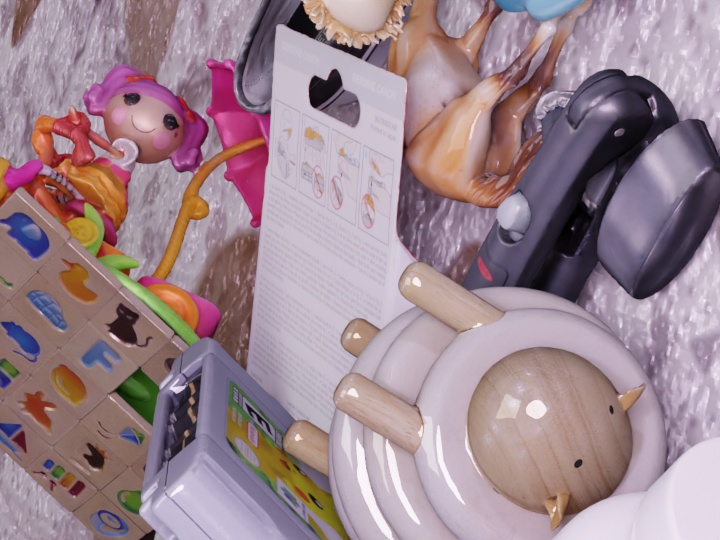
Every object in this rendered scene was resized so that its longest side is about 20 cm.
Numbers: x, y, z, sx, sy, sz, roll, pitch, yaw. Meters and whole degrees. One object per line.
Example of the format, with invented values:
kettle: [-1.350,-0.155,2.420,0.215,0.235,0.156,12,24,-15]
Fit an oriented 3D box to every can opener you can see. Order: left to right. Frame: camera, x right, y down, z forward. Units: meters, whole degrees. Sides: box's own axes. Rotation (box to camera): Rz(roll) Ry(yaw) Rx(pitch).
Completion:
can opener: [0.072,-0.001,0.933,0.200,0.063,0.079,-55,36,40]

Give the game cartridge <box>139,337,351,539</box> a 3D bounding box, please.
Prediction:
game cartridge: [-0.027,0.102,0.905,0.040,0.133,0.200,-39,12,6]

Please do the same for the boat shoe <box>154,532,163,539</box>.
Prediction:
boat shoe: [-0.035,0.134,1.108,0.200,0.060,0.076,14,82,66]

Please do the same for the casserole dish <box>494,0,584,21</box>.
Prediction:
casserole dish: [0.086,-0.199,0.954,0.121,0.039,0.201,-22,52,54]

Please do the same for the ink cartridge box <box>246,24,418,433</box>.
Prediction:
ink cartridge box: [0.000,0.000,1.065,0.162,0.057,0.201,-148,64,-63]

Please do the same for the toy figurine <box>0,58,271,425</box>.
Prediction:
toy figurine: [-0.115,-0.038,1.193,0.184,0.200,0.150,-59,-2,-32]

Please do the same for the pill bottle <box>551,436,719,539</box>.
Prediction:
pill bottle: [0.090,0.147,0.794,0.200,0.112,0.112,-56,36,40]

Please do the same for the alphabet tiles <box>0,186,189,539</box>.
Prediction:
alphabet tiles: [-0.153,0.043,1.135,0.167,0.200,0.008,-39,9,48]

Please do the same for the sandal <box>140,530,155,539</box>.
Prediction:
sandal: [-0.122,0.162,1.273,0.080,0.057,0.201,-62,32,33]

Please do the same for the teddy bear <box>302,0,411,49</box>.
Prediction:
teddy bear: [-0.002,-0.187,0.993,0.067,0.145,0.201,-28,51,54]

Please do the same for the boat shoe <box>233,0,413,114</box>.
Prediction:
boat shoe: [-0.008,-0.150,1.112,0.074,0.068,0.199,58,139,19]

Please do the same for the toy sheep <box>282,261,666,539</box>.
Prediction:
toy sheep: [0.047,0.069,0.887,0.200,0.137,0.138,138,137,-74]

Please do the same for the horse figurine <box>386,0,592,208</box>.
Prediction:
horse figurine: [0.050,-0.082,1.019,0.133,0.050,0.200,-62,28,19]
